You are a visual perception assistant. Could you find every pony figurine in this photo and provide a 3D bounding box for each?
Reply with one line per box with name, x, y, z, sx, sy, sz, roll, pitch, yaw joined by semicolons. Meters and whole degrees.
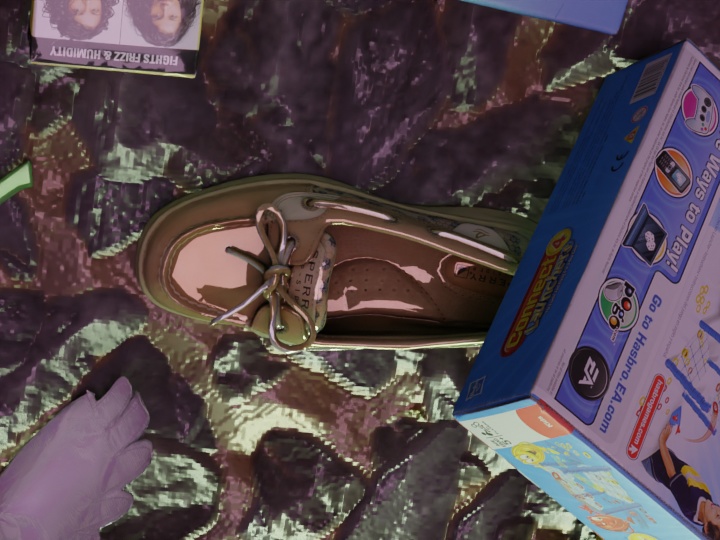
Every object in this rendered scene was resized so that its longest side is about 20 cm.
pony figurine;-0.139;0.171;0.842;0.193;0.167;0.200;-32;127;9

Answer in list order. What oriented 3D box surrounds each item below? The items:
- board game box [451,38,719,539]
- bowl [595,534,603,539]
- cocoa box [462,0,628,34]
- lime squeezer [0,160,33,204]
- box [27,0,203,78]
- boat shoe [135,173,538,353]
board game box;0.160;0.037;0.831;0.196;0.056;0.200;40;58;-20
bowl;0.191;0.177;0.905;0.200;0.201;0.108;5;151;-13
cocoa box;0.008;-0.180;0.709;0.200;0.131;0.134;7;105;-36
lime squeezer;-0.239;-0.002;0.809;0.200;0.038;0.071;-6;109;-8
box;-0.093;-0.184;0.767;0.075;0.050;0.200;5;107;-12
boat shoe;0.000;0.000;0.842;0.200;0.063;0.073;0;109;-11
